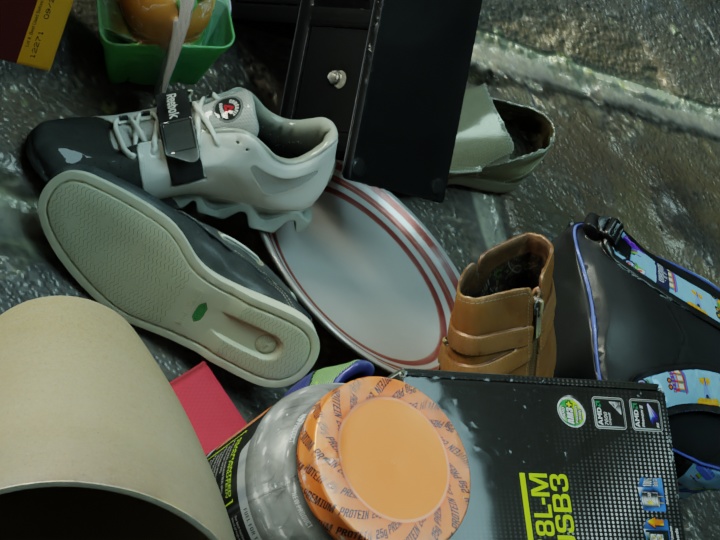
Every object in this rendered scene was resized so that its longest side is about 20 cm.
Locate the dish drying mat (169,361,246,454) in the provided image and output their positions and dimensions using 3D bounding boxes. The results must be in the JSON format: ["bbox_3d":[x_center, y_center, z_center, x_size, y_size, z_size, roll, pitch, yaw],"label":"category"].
[{"bbox_3d":[-0.061,0.151,1.381,0.201,0.018,0.077,56,35,3],"label":"dish drying mat"}]

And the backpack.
[{"bbox_3d":[0.198,0.079,1.627,0.199,0.134,0.184,22,47,-36],"label":"backpack"}]

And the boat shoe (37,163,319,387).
[{"bbox_3d":[-0.113,-0.002,1.412,0.199,0.072,0.068,34,22,-23],"label":"boat shoe"}]

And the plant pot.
[{"bbox_3d":[-0.153,0.110,1.195,0.187,0.187,0.201,32,28,-28],"label":"plant pot"}]

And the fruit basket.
[{"bbox_3d":[-0.113,-0.215,1.455,0.093,0.200,0.186,4,55,-21],"label":"fruit basket"}]

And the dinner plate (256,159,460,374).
[{"bbox_3d":[0.000,0.000,1.544,0.199,0.024,0.201,33,32,-24],"label":"dinner plate"}]

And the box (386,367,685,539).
[{"bbox_3d":[0.106,0.162,1.373,0.192,0.047,0.202,7,68,-31],"label":"box"}]

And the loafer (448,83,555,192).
[{"bbox_3d":[0.068,-0.101,1.680,0.199,0.068,0.076,-2,60,-51],"label":"loafer"}]

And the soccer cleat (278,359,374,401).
[{"bbox_3d":[0.009,0.145,1.381,0.065,0.083,0.201,21,41,-56],"label":"soccer cleat"}]

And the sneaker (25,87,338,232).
[{"bbox_3d":[-0.106,-0.082,1.434,0.199,0.089,0.074,5,46,-28],"label":"sneaker"}]

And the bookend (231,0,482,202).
[{"bbox_3d":[-0.022,-0.162,1.573,0.092,0.199,0.200,11,90,-43],"label":"bookend"}]

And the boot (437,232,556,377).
[{"bbox_3d":[0.069,0.082,1.446,0.076,0.156,0.200,25,44,25],"label":"boot"}]

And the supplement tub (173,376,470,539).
[{"bbox_3d":[-0.033,0.138,1.253,0.122,0.200,0.123,15,59,-27],"label":"supplement tub"}]

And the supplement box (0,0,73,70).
[{"bbox_3d":[-0.256,-0.233,1.275,0.199,0.133,0.198,12,28,-23],"label":"supplement box"}]
